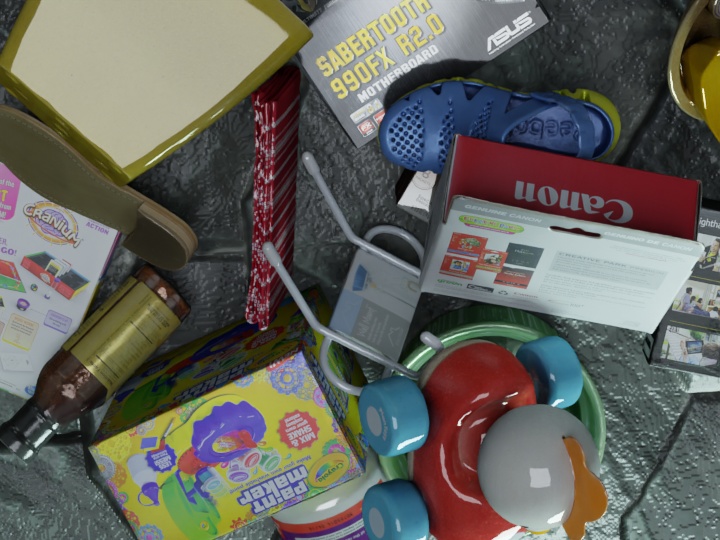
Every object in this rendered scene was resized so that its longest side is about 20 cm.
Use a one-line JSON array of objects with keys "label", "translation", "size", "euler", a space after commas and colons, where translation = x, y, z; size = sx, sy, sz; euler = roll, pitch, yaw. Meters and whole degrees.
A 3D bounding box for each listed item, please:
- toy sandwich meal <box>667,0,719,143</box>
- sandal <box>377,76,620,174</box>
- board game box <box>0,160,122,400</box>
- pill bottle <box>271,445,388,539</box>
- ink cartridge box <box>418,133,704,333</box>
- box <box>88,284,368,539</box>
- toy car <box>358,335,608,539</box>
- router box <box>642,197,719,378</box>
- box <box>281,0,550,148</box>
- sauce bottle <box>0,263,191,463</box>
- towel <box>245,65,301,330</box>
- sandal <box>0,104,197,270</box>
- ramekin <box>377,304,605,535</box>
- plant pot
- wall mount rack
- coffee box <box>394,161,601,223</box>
[{"label": "toy sandwich meal", "translation": [0.341, -0.179, 1.425], "size": [0.204, 0.070, 0.206], "euler": [-18, 138, -16]}, {"label": "sandal", "translation": [0.112, -0.113, 1.404], "size": [0.199, 0.087, 0.080], "euler": [-3, 104, 3]}, {"label": "board game box", "translation": [-0.309, 0.003, 1.559], "size": [0.152, 0.040, 0.201], "euler": [24, 105, -5]}, {"label": "pill bottle", "translation": [-0.004, 0.254, 1.572], "size": [0.112, 0.113, 0.201], "euler": [-19, 114, 8]}, {"label": "ink cartridge box", "translation": [0.159, -0.036, 1.370], "size": [0.199, 0.176, 0.084], "euler": [11, 66, -2]}, {"label": "box", "translation": [-0.104, 0.130, 1.507], "size": [0.199, 0.193, 0.122], "euler": [-25, 104, 9]}, {"label": "toy car", "translation": [0.125, 0.162, 1.365], "size": [0.183, 0.200, 0.178], "euler": [-11, 112, -27]}, {"label": "router box", "translation": [0.362, 0.027, 1.531], "size": [0.199, 0.051, 0.150], "euler": [11, 104, -1]}, {"label": "box", "translation": [0.036, -0.224, 1.476], "size": [0.199, 0.048, 0.159], "euler": [-32, 103, 10]}, {"label": "sauce bottle", "translation": [-0.237, 0.084, 1.536], "size": [0.200, 0.066, 0.066], "euler": [-45, 100, -7]}, {"label": "towel", "translation": [-0.073, -0.066, 1.475], "size": [0.022, 0.145, 0.201], "euler": [5, 107, 6]}, {"label": "sandal", "translation": [-0.222, -0.087, 1.500], "size": [0.211, 0.070, 0.078], "euler": [36, 139, -6]}, {"label": "ramekin", "translation": [0.114, 0.128, 1.546], "size": [0.199, 0.098, 0.201], "euler": [1, 106, 2]}, {"label": "plant pot", "translation": [-0.182, -0.177, 1.393], "size": [0.200, 0.200, 0.177], "euler": [41, 82, -9]}, {"label": "wall mount rack", "translation": [0.000, 0.000, 1.459], "size": [0.173, 0.200, 0.075], "euler": [28, 134, -7]}, {"label": "coffee box", "translation": [0.141, -0.064, 1.499], "size": [0.199, 0.080, 0.113], "euler": [29, 104, -6]}]
